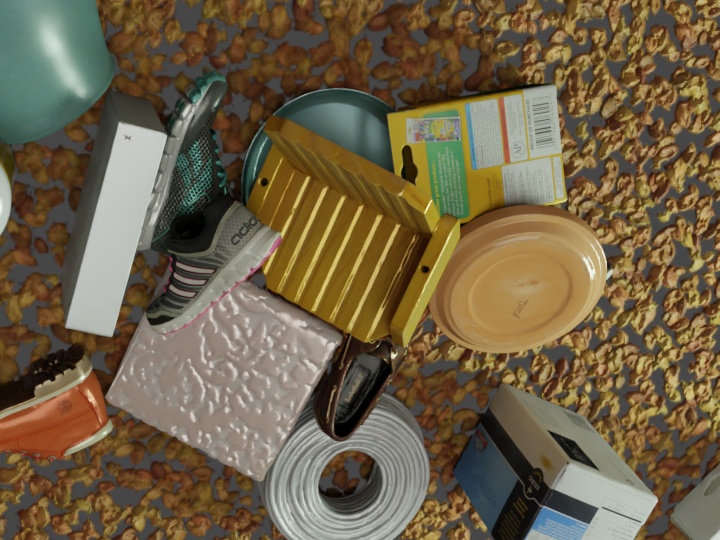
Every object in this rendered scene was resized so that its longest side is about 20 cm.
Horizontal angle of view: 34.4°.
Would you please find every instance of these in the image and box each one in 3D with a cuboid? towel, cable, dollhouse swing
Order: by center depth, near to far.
[{"bbox_3d":[-0.027,-0.030,1.103,0.198,0.176,0.184,28,101,11],"label":"dollhouse swing"},{"bbox_3d":[-0.146,0.100,1.237,0.198,0.032,0.193,29,101,-3],"label":"towel"},{"bbox_3d":[-0.018,0.227,1.321,0.199,0.069,0.201,-37,113,0],"label":"cable"}]

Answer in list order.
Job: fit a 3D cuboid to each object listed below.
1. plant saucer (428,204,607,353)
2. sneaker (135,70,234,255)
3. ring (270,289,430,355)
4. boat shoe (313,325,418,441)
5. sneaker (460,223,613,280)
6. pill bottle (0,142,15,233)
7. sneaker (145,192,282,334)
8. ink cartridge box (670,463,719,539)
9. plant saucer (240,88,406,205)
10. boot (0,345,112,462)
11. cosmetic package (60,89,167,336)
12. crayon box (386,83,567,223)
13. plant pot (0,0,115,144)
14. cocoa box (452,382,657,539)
[{"bbox_3d":[0.169,0.018,1.252,0.197,0.033,0.202,-4,132,-5],"label":"plant saucer"},{"bbox_3d":[-0.164,-0.101,1.170,0.090,0.078,0.202,20,110,-17],"label":"sneaker"},{"bbox_3d":[0.000,0.000,1.248,0.197,0.019,0.203,-4,109,-13],"label":"ring"},{"bbox_3d":[0.016,0.087,1.225,0.070,0.070,0.202,24,93,-13],"label":"boat shoe"},{"bbox_3d":[0.184,-0.002,1.297,0.198,0.075,0.082,18,112,-19],"label":"sneaker"},{"bbox_3d":[-0.373,-0.075,1.056,0.110,0.200,0.114,-4,109,-13],"label":"pill bottle"},{"bbox_3d":[-0.160,-0.010,1.140,0.088,0.074,0.199,50,132,-4],"label":"sneaker"},{"bbox_3d":[0.517,0.340,1.489,0.145,0.083,0.200,-45,113,4],"label":"ink cartridge box"},{"bbox_3d":[-0.030,-0.094,1.232,0.197,0.027,0.203,-4,109,-13],"label":"plant saucer"},{"bbox_3d":[-0.359,0.170,1.215,0.198,0.075,0.108,-24,118,-6],"label":"boot"},{"bbox_3d":[-0.242,-0.059,1.122,0.051,0.151,0.202,14,105,-18],"label":"cosmetic package"},{"bbox_3d":[0.115,-0.119,1.222,0.197,0.051,0.128,-12,102,-21],"label":"crayon box"},{"bbox_3d":[-0.320,-0.226,1.034,0.199,0.201,0.189,-30,129,-2],"label":"plant pot"},{"bbox_3d":[0.213,0.244,1.315,0.132,0.200,0.132,23,102,-21],"label":"cocoa box"}]
